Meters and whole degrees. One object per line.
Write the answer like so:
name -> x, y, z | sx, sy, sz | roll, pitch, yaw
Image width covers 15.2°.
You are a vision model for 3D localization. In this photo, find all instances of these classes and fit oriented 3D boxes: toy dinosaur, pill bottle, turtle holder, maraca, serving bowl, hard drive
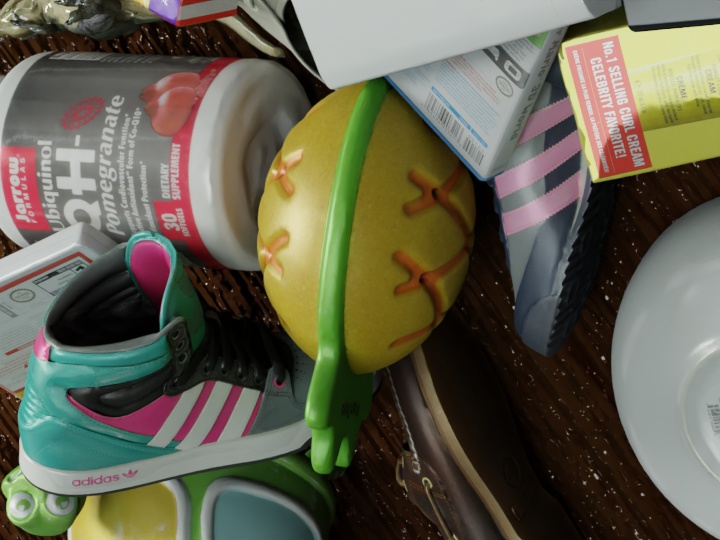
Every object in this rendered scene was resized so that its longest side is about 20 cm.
toy dinosaur -> -0.139, -0.140, 1.414 | 0.200, 0.088, 0.048 | 9, 82, 38
pill bottle -> -0.132, -0.061, 1.438 | 0.199, 0.111, 0.111 | 4, 114, 29
turtle holder -> -0.094, 0.139, 1.458 | 0.140, 0.132, 0.186 | -2, 148, 19
maraca -> 0.000, 0.000, 1.341 | 0.107, 0.137, 0.201 | 9, 92, 15
serving bowl -> 0.207, 0.062, 1.323 | 0.199, 0.066, 0.201 | 13, 118, 26
hard drive -> 0.026, -0.161, 1.221 | 0.200, 0.027, 0.132 | -10, 104, 54

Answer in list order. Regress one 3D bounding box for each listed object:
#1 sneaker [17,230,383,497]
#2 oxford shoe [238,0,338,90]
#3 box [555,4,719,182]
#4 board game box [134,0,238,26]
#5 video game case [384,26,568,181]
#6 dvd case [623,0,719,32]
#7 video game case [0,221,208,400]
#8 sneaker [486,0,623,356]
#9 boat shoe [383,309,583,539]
sneaker -> -0.082, 0.034, 1.380 | 0.084, 0.199, 0.121 | -128, 30, -47
oxford shoe -> -0.051, -0.161, 1.379 | 0.200, 0.058, 0.075 | 40, 128, 10
box -> 0.195, -0.100, 1.232 | 0.199, 0.050, 0.076 | -11, 106, 17
board game box -> -0.131, -0.234, 1.365 | 0.200, 0.046, 0.152 | 32, 122, 33
video game case -> 0.045, -0.155, 1.239 | 0.143, 0.018, 0.200 | 49, 143, 22
dvd case -> 0.159, -0.202, 1.129 | 0.142, 0.018, 0.201 | -2, 110, 32
video game case -> -0.130, 0.049, 1.474 | 0.143, 0.017, 0.200 | -22, 136, 36
sneaker -> 0.084, -0.058, 1.339 | 0.082, 0.070, 0.201 | 13, 110, 19
boat shoe -> 0.054, 0.111, 1.432 | 0.070, 0.070, 0.201 | -21, 100, 31
